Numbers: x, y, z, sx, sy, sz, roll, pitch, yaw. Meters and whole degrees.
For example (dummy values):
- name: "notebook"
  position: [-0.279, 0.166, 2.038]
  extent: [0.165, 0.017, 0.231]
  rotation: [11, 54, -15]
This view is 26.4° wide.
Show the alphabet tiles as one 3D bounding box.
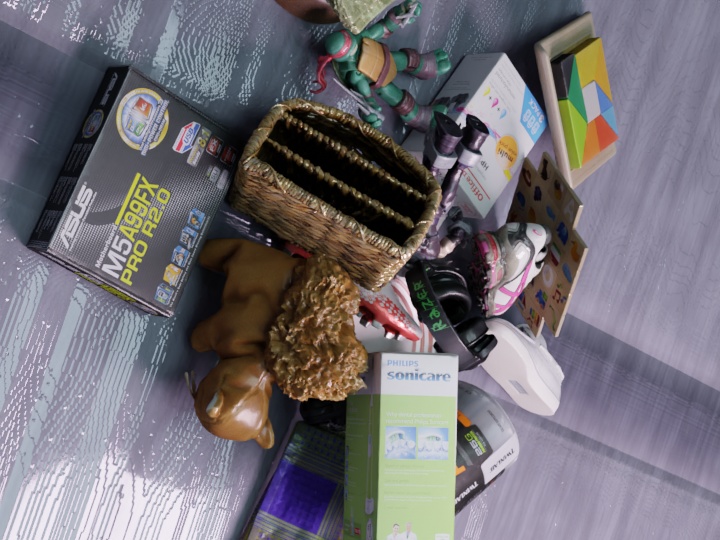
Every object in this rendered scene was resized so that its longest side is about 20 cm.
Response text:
- name: "alphabet tiles"
  position: [0.210, -0.028, 1.777]
  extent: [0.006, 0.167, 0.201]
  rotation: [-5, 132, -21]

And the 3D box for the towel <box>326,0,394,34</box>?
- name: "towel"
  position: [-0.010, -0.360, 1.570]
  extent: [0.148, 0.036, 0.201]
  rotation: [-45, 121, -27]

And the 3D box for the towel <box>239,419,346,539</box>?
- name: "towel"
  position: [-0.045, 0.271, 1.638]
  extent: [0.201, 0.143, 0.023]
  rotation: [-63, 166, -14]

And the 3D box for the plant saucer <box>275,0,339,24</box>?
- name: "plant saucer"
  position: [-0.034, -0.367, 1.646]
  extent: [0.199, 0.034, 0.202]
  rotation: [-4, 96, -40]

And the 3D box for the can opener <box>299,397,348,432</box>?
- name: "can opener"
  position: [0.010, 0.127, 1.683]
  extent: [0.199, 0.063, 0.079]
  rotation: [-10, 101, -39]

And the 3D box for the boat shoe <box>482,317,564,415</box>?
- name: "boat shoe"
  position: [0.199, 0.103, 1.858]
  extent: [0.200, 0.072, 0.069]
  rotation: [46, 57, -42]

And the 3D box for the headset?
- name: "headset"
  position: [0.092, 0.065, 1.698]
  extent: [0.124, 0.094, 0.200]
  rotation: [63, 13, 22]

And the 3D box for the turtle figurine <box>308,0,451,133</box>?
- name: "turtle figurine"
  position: [0.023, -0.225, 1.666]
  extent: [0.200, 0.100, 0.151]
  rotation: [20, 88, -53]

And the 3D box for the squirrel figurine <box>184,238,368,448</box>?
- name: "squirrel figurine"
  position: [-0.089, 0.079, 1.532]
  extent: [0.142, 0.199, 0.188]
  rotation: [44, 55, -41]

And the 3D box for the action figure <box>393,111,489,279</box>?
- name: "action figure"
  position: [0.078, -0.075, 1.694]
  extent: [0.129, 0.069, 0.201]
  rotation: [9, 116, -31]

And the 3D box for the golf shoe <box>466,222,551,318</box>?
- name: "golf shoe"
  position: [0.173, 0.001, 1.763]
  extent: [0.092, 0.200, 0.073]
  rotation: [-16, 74, -6]

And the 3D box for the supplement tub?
- name: "supplement tub"
  position: [0.074, 0.226, 1.732]
  extent: [0.200, 0.122, 0.123]
  rotation: [-38, 117, -26]

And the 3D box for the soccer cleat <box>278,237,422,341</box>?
- name: "soccer cleat"
  position: [0.000, 0.000, 1.656]
  extent: [0.200, 0.069, 0.085]
  rotation: [38, 81, -11]

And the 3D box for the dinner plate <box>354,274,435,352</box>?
- name: "dinner plate"
  position: [0.008, 0.086, 1.732]
  extent: [0.199, 0.024, 0.202]
  rotation: [-5, 98, -39]

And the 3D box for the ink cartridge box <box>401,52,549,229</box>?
- name: "ink cartridge box"
  position: [0.123, -0.141, 1.778]
  extent: [0.115, 0.068, 0.200]
  rotation: [49, 64, -32]

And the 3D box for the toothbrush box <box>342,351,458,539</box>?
- name: "toothbrush box"
  position: [0.039, 0.185, 1.559]
  extent: [0.086, 0.146, 0.201]
  rotation: [2, 84, -13]

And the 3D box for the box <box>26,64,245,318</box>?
- name: "box"
  position: [-0.217, -0.076, 1.510]
  extent: [0.160, 0.044, 0.201]
  rotation: [33, 73, -38]

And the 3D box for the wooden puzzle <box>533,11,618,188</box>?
- name: "wooden puzzle"
  position: [0.271, -0.207, 1.871]
  extent: [0.200, 0.037, 0.186]
  rotation: [-40, 121, -57]

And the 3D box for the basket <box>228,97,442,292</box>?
- name: "basket"
  position: [-0.016, -0.094, 1.560]
  extent: [0.199, 0.149, 0.143]
  rotation: [31, 72, -1]
